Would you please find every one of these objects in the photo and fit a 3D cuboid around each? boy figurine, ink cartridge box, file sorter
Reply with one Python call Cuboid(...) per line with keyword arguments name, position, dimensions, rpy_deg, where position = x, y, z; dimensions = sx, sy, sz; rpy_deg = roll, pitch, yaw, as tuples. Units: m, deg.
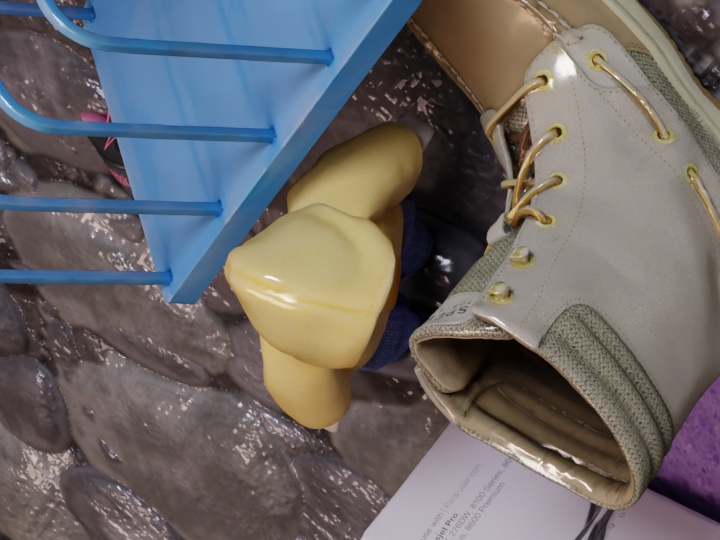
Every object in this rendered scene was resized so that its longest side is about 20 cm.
Cuboid(name="boy figurine", position=(0.000, 0.000, 1.106), dimensions=(0.064, 0.125, 0.200), rpy_deg=(19, 180, 11))
Cuboid(name="ink cartridge box", position=(0.111, 0.158, 1.198), dimensions=(0.199, 0.084, 0.145), rpy_deg=(25, 153, 30))
Cuboid(name="file sorter", position=(-0.087, -0.100, 1.047), dimensions=(0.200, 0.122, 0.139), rpy_deg=(-51, 47, 45))

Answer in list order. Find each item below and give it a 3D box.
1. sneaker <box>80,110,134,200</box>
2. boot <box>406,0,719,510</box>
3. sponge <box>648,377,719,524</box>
Cuboid(name="sneaker", position=(-0.066, -0.085, 1.194), dimensions=(0.096, 0.079, 0.200), rpy_deg=(51, 144, 13))
Cuboid(name="boot", position=(0.059, -0.025, 1.042), dimensions=(0.200, 0.155, 0.072), rpy_deg=(43, 143, 4))
Cuboid(name="sponge", position=(0.135, 0.053, 1.150), dimensions=(0.200, 0.030, 0.112), rpy_deg=(34, 143, 18))
